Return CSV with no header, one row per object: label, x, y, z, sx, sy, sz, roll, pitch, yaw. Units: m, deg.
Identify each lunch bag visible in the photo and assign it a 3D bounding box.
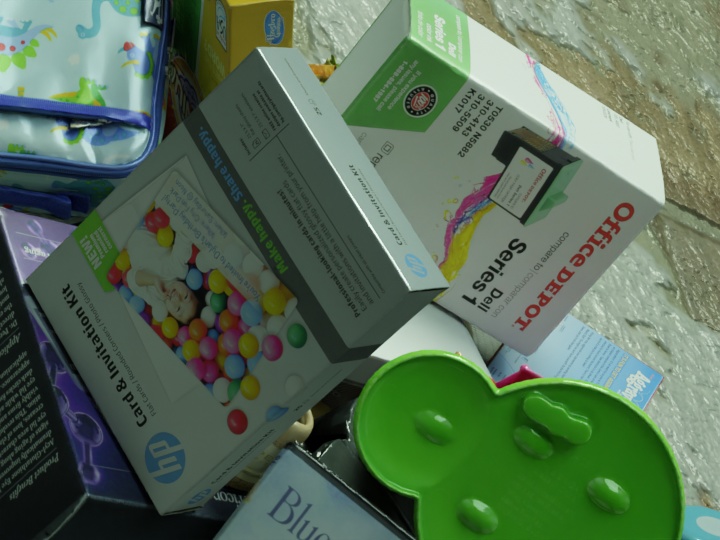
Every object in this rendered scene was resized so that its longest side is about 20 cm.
lunch bag,-0.210,-0.115,1.596,0.199,0.082,0.161,7,65,-5

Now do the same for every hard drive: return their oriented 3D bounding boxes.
hard drive,0.000,0.000,1.697,0.132,0.026,0.200,17,34,-39

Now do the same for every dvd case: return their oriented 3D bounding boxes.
dvd case,-0.042,0.211,1.437,0.143,0.200,0.018,38,-9,-4

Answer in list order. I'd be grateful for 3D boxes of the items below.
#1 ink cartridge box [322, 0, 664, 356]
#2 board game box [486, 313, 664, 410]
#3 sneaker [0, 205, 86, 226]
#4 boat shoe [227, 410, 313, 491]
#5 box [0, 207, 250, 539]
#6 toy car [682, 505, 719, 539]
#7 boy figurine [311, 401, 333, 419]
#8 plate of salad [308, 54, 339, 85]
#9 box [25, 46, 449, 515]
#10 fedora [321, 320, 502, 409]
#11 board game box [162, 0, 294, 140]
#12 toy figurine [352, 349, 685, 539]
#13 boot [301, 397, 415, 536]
ink cartridge box,0.068,-0.061,1.688,0.200,0.145,0.084,31,27,-18
board game box,0.125,0.087,1.748,0.103,0.019,0.200,33,30,6
sneaker,-0.153,-0.008,1.655,0.200,0.074,0.089,21,41,-39
boat shoe,-0.074,0.025,1.519,0.071,0.065,0.200,14,44,-46
box,-0.154,0.083,1.516,0.148,0.104,0.200,14,43,-46
toy car,0.113,0.218,1.692,0.200,0.185,0.177,27,22,22
boy figurine,-0.039,0.118,1.668,0.200,0.064,0.124,33,32,-26
plate of salad,0.013,-0.098,1.829,0.200,0.048,0.200,32,5,-3
box,-0.068,0.006,1.409,0.041,0.200,0.156,-5,58,-54
fedora,-0.005,0.037,1.781,0.200,0.090,0.177,30,33,-24
board game box,-0.085,-0.105,1.640,0.040,0.200,0.153,-9,34,-18
toy figurine,0.075,0.102,1.566,0.200,0.150,0.184,35,5,-10
boot,0.016,0.189,1.504,0.200,0.066,0.165,62,18,-16
